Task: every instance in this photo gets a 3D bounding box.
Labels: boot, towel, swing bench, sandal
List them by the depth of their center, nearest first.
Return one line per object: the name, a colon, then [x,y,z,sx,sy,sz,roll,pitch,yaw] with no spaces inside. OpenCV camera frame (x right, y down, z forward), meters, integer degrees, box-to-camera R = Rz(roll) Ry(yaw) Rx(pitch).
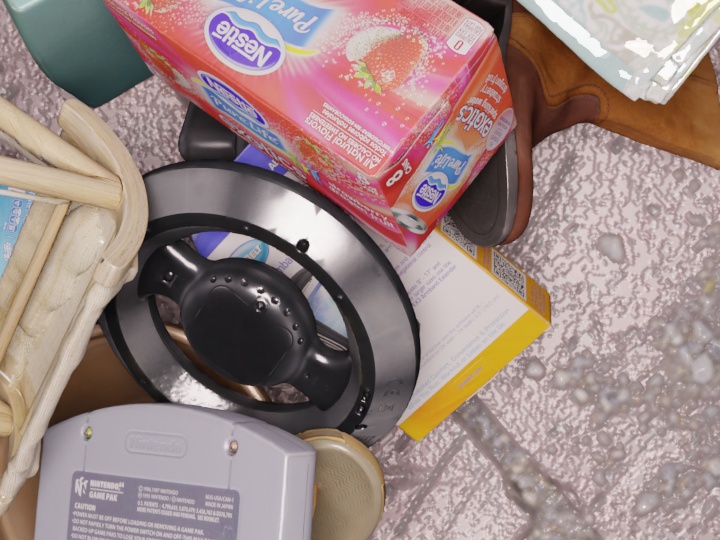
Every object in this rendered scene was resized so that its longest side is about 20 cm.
towel: [0.138,-0.209,0.730,0.200,0.048,0.171,41,113,-2]
swing bench: [-0.232,-0.004,0.741,0.199,0.130,0.200,24,124,-13]
sandal: [-0.063,0.169,0.786,0.200,0.054,0.080,-39,111,18]
boot: [0.134,-0.085,0.813,0.198,0.068,0.190,13,53,-30]

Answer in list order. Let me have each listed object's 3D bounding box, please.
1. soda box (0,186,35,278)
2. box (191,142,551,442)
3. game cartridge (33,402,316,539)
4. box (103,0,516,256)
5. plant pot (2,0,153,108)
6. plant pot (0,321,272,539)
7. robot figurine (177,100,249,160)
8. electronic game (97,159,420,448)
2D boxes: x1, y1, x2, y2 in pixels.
soda box: [-0.247,0.027,0.898,0.064,0.068,0.202,13,93,3]
box: [0.000,0.000,0.802,0.200,0.042,0.119,40,117,-14]
game cartridge: [-0.106,0.141,0.767,0.199,0.041,0.135,0,87,39]
box: [-0.028,-0.111,0.702,0.199,0.100,0.096,36,80,22]
plant pot: [-0.157,-0.198,0.818,0.140,0.200,0.142,-29,91,3]
plant pot: [-0.139,0.130,0.886,0.199,0.093,0.203,0,92,2]
robot figurine: [-0.009,-0.068,0.853,0.198,0.150,0.126,4,80,3]
electronic game: [-0.061,0.028,0.766,0.198,0.042,0.202,12,128,16]
